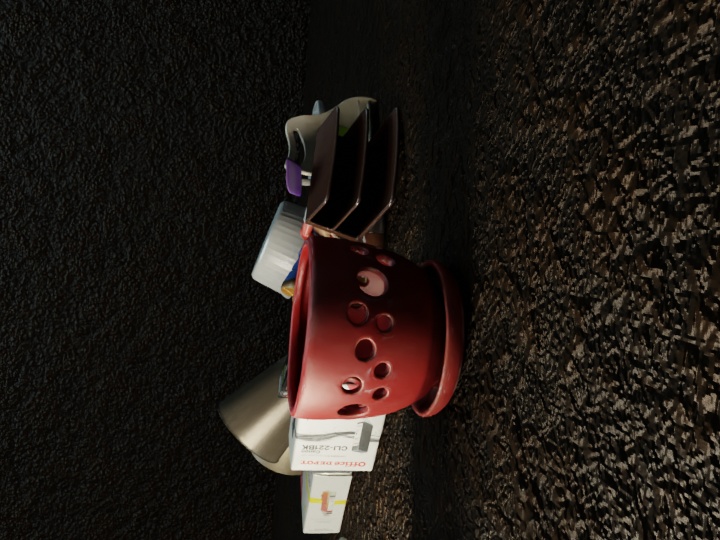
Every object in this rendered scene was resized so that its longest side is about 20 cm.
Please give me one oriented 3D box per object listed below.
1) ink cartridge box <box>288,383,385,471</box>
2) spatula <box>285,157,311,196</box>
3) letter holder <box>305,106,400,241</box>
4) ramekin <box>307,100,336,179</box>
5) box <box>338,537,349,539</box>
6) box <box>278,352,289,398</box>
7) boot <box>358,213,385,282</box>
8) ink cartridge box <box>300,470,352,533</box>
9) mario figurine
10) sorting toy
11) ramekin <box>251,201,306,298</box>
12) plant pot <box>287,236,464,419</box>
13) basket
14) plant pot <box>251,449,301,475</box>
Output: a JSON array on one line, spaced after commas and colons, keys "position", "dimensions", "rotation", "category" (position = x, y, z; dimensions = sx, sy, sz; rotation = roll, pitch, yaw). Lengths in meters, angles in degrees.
[{"position": [-0.037, 0.232, 1.039], "dimensions": [0.084, 0.142, 0.202], "rotation": [-102, 19, -55], "category": "ink cartridge box"}, {"position": [-0.074, -0.151, 1.112], "dimensions": [0.199, 0.020, 0.058], "rotation": [6, -97, -57], "category": "spatula"}, {"position": [-0.009, -0.177, 1.042], "dimensions": [0.142, 0.099, 0.203], "rotation": [-41, 38, 51], "category": "letter holder"}, {"position": [-0.075, -0.315, 1.576], "dimensions": [0.202, 0.093, 0.206], "rotation": [-176, 90, -80], "category": "ramekin"}, {"position": [0.015, 0.391, 0.707], "dimensions": [0.129, 0.108, 0.200], "rotation": [-65, 2, -20], "category": "box"}, {"position": [-0.064, 0.198, 1.157], "dimensions": [0.200, 0.157, 0.045], "rotation": [120, 153, -65], "category": "box"}, {"position": [0.000, 0.000, 1.161], "dimensions": [0.188, 0.067, 0.204], "rotation": [-174, 89, -68], "category": "boot"}, {"position": [-0.075, 0.430, 1.332], "dimensions": [0.146, 0.082, 0.202], "rotation": [-100, 18, -53], "category": "ink cartridge box"}, {"position": [-0.063, -0.040, 1.102], "dimensions": [0.124, 0.105, 0.203], "rotation": [116, 173, -70], "category": "mario figurine"}, {"position": [-0.059, -0.235, 1.230], "dimensions": [0.107, 0.177, 0.203], "rotation": [113, 159, -59], "category": "sorting toy"}, {"position": [-0.160, -0.050, 1.367], "dimensions": [0.200, 0.097, 0.203], "rotation": [-156, 90, -80], "category": "ramekin"}, {"position": [0.014, 0.067, 0.721], "dimensions": [0.200, 0.179, 0.204], "rotation": [-177, 90, -80], "category": "plant pot"}, {"position": [-0.162, 0.269, 1.314], "dimensions": [0.200, 0.180, 0.136], "rotation": [-43, 19, 3], "category": "basket"}, {"position": [-0.189, 0.428, 1.764], "dimensions": [0.188, 0.185, 0.203], "rotation": [-118, 47, -70], "category": "plant pot"}]
